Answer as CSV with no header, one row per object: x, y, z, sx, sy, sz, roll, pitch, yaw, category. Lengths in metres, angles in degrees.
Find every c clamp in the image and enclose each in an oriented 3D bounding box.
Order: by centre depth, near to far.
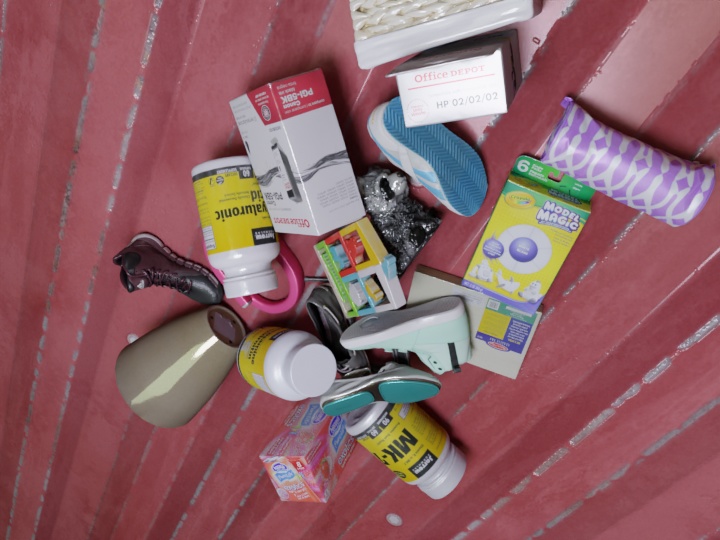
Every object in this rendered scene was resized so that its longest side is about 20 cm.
0.005,0.095,0.951,0.170,0.027,0.201,-3,113,34,c clamp

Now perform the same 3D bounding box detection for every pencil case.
0.318,-0.128,0.673,0.199,0.084,0.086,27,89,4,pencil case

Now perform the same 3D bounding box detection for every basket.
0.089,-0.318,0.629,0.198,0.136,0.124,-8,112,25,basket

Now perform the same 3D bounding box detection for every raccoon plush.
0.021,-0.053,0.818,0.134,0.097,0.201,38,113,6,raccoon plush

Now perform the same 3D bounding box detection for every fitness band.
-0.183,-0.011,0.967,0.143,0.037,0.201,-30,104,32,fitness band

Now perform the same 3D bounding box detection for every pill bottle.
-0.184,-0.065,0.859,0.110,0.111,0.202,-9,94,26,pill bottle
-0.122,0.154,0.940,0.199,0.112,0.113,-3,120,58,pill bottle
0.081,0.292,0.976,0.200,0.114,0.114,42,124,-8,pill bottle

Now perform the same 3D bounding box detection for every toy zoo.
0.000,0.000,0.826,0.132,0.020,0.200,65,153,-2,toy zoo

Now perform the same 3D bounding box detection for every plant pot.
-0.311,0.158,1.040,0.200,0.187,0.188,-37,99,21,plant pot

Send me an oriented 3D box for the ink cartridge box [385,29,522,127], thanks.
0.112,-0.215,0.635,0.114,0.200,0.068,-3,116,24,ink cartridge box

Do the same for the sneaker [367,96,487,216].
0.093,-0.151,0.759,0.200,0.081,0.077,43,81,-23,sneaker

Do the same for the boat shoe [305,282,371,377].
-0.041,0.120,0.938,0.066,0.057,0.201,-9,109,36,boat shoe

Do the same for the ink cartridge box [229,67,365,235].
-0.088,-0.155,0.776,0.146,0.083,0.201,9,121,57,ink cartridge box

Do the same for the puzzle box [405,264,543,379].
0.167,0.081,0.880,0.199,0.025,0.134,19,122,12,puzzle box

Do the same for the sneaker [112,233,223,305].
-0.353,0.022,1.006,0.199,0.116,0.076,31,124,4,sneaker

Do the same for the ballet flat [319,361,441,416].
0.028,0.180,0.903,0.198,0.070,0.070,-14,112,11,ballet flat

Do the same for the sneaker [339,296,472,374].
0.073,0.121,0.867,0.199,0.074,0.119,-14,113,15,sneaker

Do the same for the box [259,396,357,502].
-0.075,0.291,0.988,0.094,0.200,0.103,-11,112,28,box

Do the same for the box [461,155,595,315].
0.229,-0.046,0.773,0.117,0.048,0.201,23,122,9,box
